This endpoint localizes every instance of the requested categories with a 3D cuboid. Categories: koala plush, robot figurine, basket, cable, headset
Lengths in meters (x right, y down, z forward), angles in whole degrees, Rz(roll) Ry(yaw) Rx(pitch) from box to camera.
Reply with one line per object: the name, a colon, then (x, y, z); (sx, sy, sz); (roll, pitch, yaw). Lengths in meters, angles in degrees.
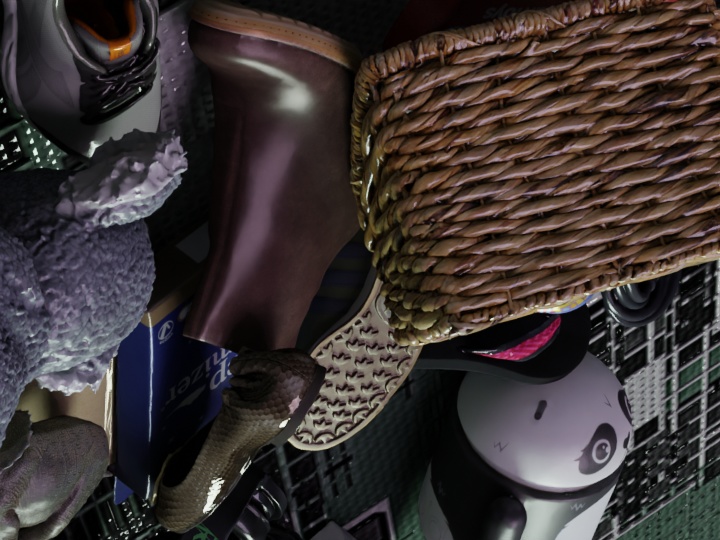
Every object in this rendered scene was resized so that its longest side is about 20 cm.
koala plush: (-0.175, 0.012, 1.172); (0.200, 0.184, 0.178); (-19, 144, -41)
robot figurine: (0.111, 0.137, 1.693); (0.125, 0.150, 0.200); (-5, 136, -23)
basket: (0.096, -0.056, 1.306); (0.200, 0.149, 0.143); (-17, 179, -12)
cable: (0.177, -0.052, 1.539); (0.200, 0.051, 0.164); (48, 60, -73)
headset: (-0.082, 0.171, 1.512); (0.124, 0.094, 0.200); (-60, 180, 7)

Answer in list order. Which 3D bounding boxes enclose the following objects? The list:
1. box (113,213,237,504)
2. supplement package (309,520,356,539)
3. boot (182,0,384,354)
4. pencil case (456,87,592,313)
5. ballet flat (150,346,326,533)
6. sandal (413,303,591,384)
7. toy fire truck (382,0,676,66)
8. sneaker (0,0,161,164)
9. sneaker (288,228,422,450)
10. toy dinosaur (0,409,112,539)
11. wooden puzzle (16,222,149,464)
box: (-0.089, 0.049, 1.425); (0.121, 0.032, 0.200); (-40, 154, -33)
supplement package: (-0.001, 0.303, 1.706); (0.156, 0.200, 0.111); (-42, 150, 0)
boot: (-0.051, -0.041, 1.287); (0.200, 0.072, 0.167); (29, 82, -62)
pencil case: (0.094, -0.046, 1.487); (0.087, 0.078, 0.200); (-57, 153, -17)
ballet flat: (-0.076, 0.088, 1.357); (0.200, 0.046, 0.067); (-45, -161, 57)
sandal: (0.084, 0.030, 1.575); (0.200, 0.075, 0.045); (1, 146, -45)
toy fire truck: (0.119, -0.166, 1.340); (0.200, 0.112, 0.168); (-6, 143, -44)
sneaker: (-0.126, -0.105, 1.168); (0.074, 0.079, 0.200); (-34, 150, -15)
sneaker: (0.000, 0.000, 1.428); (0.067, 0.090, 0.200); (10, 121, -29)
toy dinosaur: (-0.173, 0.111, 1.329); (0.102, 0.077, 0.200); (-48, 149, 19)
wooden puzzle: (-0.200, 0.070, 1.358); (0.200, 0.037, 0.185); (-29, 148, -29)
